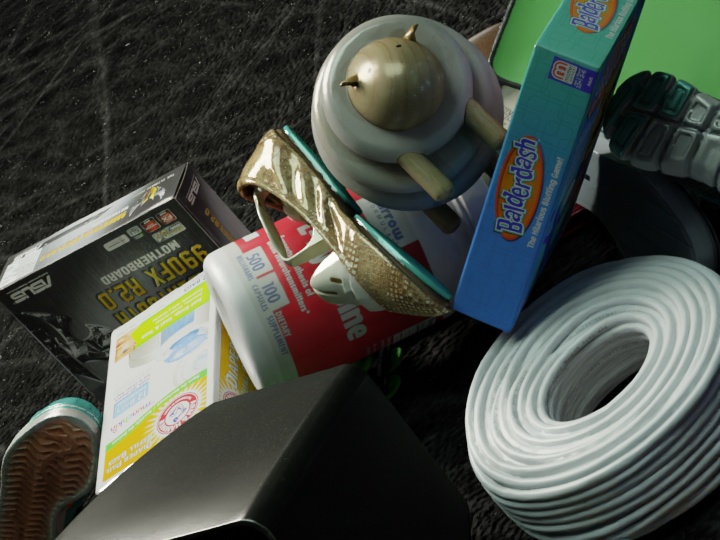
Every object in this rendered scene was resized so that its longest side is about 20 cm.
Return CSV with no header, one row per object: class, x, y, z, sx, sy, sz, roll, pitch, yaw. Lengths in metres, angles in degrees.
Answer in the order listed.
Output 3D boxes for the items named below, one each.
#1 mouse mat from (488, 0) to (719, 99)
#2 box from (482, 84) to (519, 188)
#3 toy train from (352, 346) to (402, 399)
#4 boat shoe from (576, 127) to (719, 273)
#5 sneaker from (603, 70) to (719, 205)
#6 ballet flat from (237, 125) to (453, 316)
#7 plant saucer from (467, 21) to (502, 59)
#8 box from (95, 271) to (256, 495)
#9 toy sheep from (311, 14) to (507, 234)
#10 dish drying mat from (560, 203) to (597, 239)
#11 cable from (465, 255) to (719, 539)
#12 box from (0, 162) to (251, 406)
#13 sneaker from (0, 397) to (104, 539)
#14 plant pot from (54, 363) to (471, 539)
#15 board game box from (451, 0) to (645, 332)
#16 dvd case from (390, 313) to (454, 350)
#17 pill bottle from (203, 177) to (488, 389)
mouse mat,0.203,-0.178,1.503,0.199,0.008,0.162,21,86,17
box,0.158,-0.129,1.567,0.200,0.069,0.082,-37,31,-10
toy train,-0.005,0.115,1.500,0.056,0.042,0.200,-38,26,30
boat shoe,0.195,-0.054,1.446,0.067,0.074,0.200,-10,36,-23
sneaker,0.253,-0.064,1.355,0.200,0.091,0.078,34,100,29
ballet flat,-0.016,-0.017,1.418,0.065,0.070,0.200,-46,50,3
plant saucer,0.061,-0.129,1.640,0.200,0.035,0.200,-38,-5,-4
box,-0.117,0.107,1.586,0.112,0.101,0.200,-33,29,18
toy sheep,0.033,-0.098,1.401,0.138,0.138,0.200,-47,-12,-10
dish drying mat,0.150,-0.089,1.611,0.077,0.018,0.200,-30,31,20
cable,0.157,0.075,1.313,0.200,0.069,0.200,-28,31,25
box,-0.167,0.020,1.715,0.199,0.159,0.048,-25,30,29
sneaker,-0.233,0.143,1.649,0.200,0.071,0.080,-58,8,49
plant pot,-0.043,0.175,1.311,0.199,0.200,0.178,-18,29,38
board game box,0.122,-0.083,1.362,0.152,0.045,0.201,-56,-14,-54
dvd case,0.060,-0.028,1.640,0.142,0.018,0.200,-32,29,21
pill bottle,0.000,0.000,1.506,0.199,0.113,0.112,-26,26,-8
